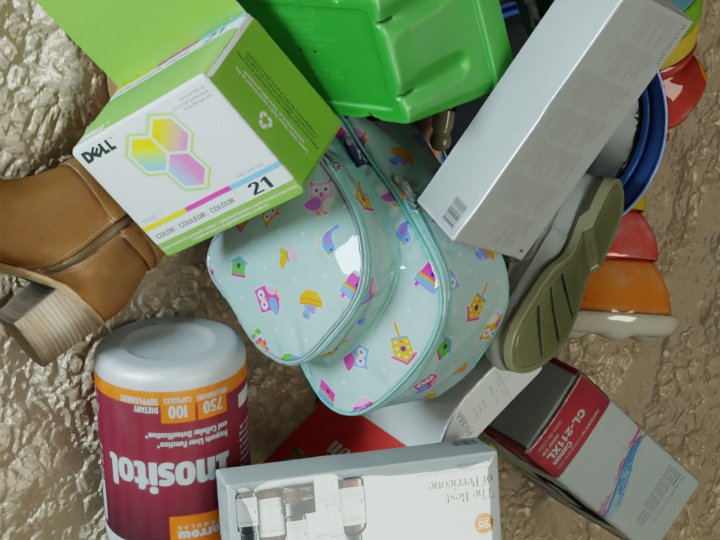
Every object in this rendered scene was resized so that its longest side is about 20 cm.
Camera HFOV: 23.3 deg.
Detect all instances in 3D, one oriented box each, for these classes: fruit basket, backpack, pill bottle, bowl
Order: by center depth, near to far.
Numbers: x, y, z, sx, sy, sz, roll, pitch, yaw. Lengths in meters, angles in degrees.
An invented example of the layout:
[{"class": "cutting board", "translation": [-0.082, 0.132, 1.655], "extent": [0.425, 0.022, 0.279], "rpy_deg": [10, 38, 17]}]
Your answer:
[{"class": "fruit basket", "translation": [0.023, -0.204, 1.200], "extent": [0.214, 0.215, 0.157], "rpy_deg": [-31, 121, -23]}, {"class": "backpack", "translation": [0.000, 0.000, 1.250], "extent": [0.153, 0.200, 0.176], "rpy_deg": [-13, 148, -55]}, {"class": "pill bottle", "translation": [-0.136, 0.145, 1.295], "extent": [0.112, 0.113, 0.202], "rpy_deg": [-14, 114, -30]}, {"class": "bowl", "translation": [0.144, -0.120, 1.391], "extent": [0.198, 0.039, 0.203], "rpy_deg": [0, 105, -1]}]

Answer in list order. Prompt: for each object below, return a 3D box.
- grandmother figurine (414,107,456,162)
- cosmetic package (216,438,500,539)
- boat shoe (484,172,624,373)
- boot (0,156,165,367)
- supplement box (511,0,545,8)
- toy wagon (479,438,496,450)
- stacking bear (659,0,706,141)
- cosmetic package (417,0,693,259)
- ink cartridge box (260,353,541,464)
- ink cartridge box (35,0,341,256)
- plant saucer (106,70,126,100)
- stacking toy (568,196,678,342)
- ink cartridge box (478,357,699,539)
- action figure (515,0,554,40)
[{"class": "grandmother figurine", "translation": [0.048, -0.133, 1.322], "extent": [0.060, 0.121, 0.202], "rpy_deg": [-6, 122, -32]}, {"class": "cosmetic package", "translation": [0.000, 0.176, 1.249], "extent": [0.198, 0.051, 0.084], "rpy_deg": [-6, 100, -14]}, {"class": "boat shoe", "translation": [0.133, 0.000, 1.317], "extent": [0.200, 0.068, 0.075], "rpy_deg": [-53, 145, -40]}, {"class": "boot", "translation": [-0.215, -0.052, 1.205], "extent": [0.155, 0.073, 0.201], "rpy_deg": [-44, 129, -20]}, {"class": "supplement box", "translation": [0.172, -0.318, 1.250], "extent": [0.132, 0.201, 0.198], "rpy_deg": [8, 137, -37]}, {"class": "toy wagon", "translation": [0.037, 0.179, 1.405], "extent": [0.200, 0.154, 0.040], "rpy_deg": [-36, 103, -44]}, {"class": "stacking bear", "translation": [0.236, -0.205, 1.443], "extent": [0.113, 0.122, 0.201], "rpy_deg": [-21, 127, -5]}, {"class": "cosmetic package", "translation": [0.127, -0.105, 1.158], "extent": [0.082, 0.051, 0.201], "rpy_deg": [15, 116, -47]}, {"class": "ink cartridge box", "translation": [0.022, 0.102, 1.360], "extent": [0.200, 0.160, 0.050], "rpy_deg": [-43, 128, -15]}, {"class": "ink cartridge box", "translation": [-0.134, -0.123, 1.152], "extent": [0.200, 0.147, 0.076], "rpy_deg": [48, 45, -21]}, {"class": "plant saucer", "translation": [-0.090, -0.155, 1.276], "extent": [0.199, 0.032, 0.203], "rpy_deg": [-13, 114, -32]}, {"class": "stacking toy", "translation": [0.200, -0.043, 1.476], "extent": [0.145, 0.145, 0.203], "rpy_deg": [5, 88, -36]}, {"class": "ink cartridge box", "translation": [0.174, 0.144, 1.493], "extent": [0.200, 0.145, 0.083], "rpy_deg": [41, 81, -37]}, {"class": "action figure", "translation": [0.140, -0.199, 1.175], "extent": [0.117, 0.055, 0.200], "rpy_deg": [-24, 141, 12]}]
